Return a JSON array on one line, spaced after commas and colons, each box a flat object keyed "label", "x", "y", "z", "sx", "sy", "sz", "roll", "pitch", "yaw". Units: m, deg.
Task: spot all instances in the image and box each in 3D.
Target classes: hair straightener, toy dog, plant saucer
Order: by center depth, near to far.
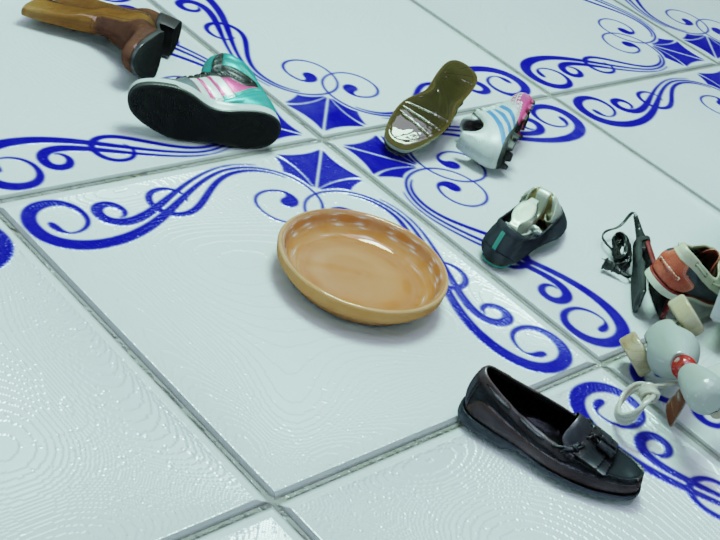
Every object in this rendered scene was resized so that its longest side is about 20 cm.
[{"label": "toy dog", "x": 0.353, "y": 0.116, "z": 1.510, "sx": 0.097, "sy": 0.131, "sz": 0.201, "roll": 51, "pitch": 29, "yaw": -21}, {"label": "plant saucer", "x": 0.000, "y": 0.000, "z": 1.554, "sx": 0.197, "sy": 0.038, "sz": 0.201, "roll": 13, "pitch": 32, "yaw": -8}, {"label": "hair straightener", "x": 0.341, "y": -0.016, "z": 1.749, "sx": 0.076, "sy": 0.041, "sz": 0.201, "roll": 14, "pitch": 37, "yaw": -7}]

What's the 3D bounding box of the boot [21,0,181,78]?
[{"label": "boot", "x": -0.352, "y": -0.328, "z": 1.849, "sx": 0.197, "sy": 0.069, "sz": 0.189, "roll": 18, "pitch": 32, "yaw": 0}]

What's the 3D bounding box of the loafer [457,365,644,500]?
[{"label": "loafer", "x": 0.193, "y": 0.160, "z": 1.379, "sx": 0.198, "sy": 0.064, "sz": 0.072, "roll": 25, "pitch": 32, "yaw": 11}]

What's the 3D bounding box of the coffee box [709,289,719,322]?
[{"label": "coffee box", "x": 0.559, "y": -0.015, "z": 1.665, "sx": 0.198, "sy": 0.200, "sz": 0.200, "roll": 23, "pitch": 23, "yaw": 18}]

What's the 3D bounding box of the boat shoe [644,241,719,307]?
[{"label": "boat shoe", "x": 0.415, "y": -0.001, "z": 1.708, "sx": 0.199, "sy": 0.063, "sz": 0.071, "roll": 4, "pitch": 43, "yaw": -55}]

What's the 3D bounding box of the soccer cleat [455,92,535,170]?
[{"label": "soccer cleat", "x": 0.188, "y": -0.208, "z": 1.943, "sx": 0.085, "sy": 0.071, "sz": 0.200, "roll": 22, "pitch": 32, "yaw": 6}]

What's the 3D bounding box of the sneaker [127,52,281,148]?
[{"label": "sneaker", "x": -0.201, "y": -0.226, "z": 1.750, "sx": 0.198, "sy": 0.084, "sz": 0.121, "roll": 12, "pitch": 36, "yaw": -26}]

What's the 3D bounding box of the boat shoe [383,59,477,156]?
[{"label": "boat shoe", "x": 0.095, "y": -0.210, "z": 1.906, "sx": 0.073, "sy": 0.065, "sz": 0.200, "roll": 37, "pitch": 53, "yaw": 11}]

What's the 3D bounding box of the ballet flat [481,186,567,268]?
[{"label": "ballet flat", "x": 0.215, "y": -0.064, "z": 1.736, "sx": 0.073, "sy": 0.074, "sz": 0.199, "roll": 30, "pitch": 33, "yaw": 19}]
